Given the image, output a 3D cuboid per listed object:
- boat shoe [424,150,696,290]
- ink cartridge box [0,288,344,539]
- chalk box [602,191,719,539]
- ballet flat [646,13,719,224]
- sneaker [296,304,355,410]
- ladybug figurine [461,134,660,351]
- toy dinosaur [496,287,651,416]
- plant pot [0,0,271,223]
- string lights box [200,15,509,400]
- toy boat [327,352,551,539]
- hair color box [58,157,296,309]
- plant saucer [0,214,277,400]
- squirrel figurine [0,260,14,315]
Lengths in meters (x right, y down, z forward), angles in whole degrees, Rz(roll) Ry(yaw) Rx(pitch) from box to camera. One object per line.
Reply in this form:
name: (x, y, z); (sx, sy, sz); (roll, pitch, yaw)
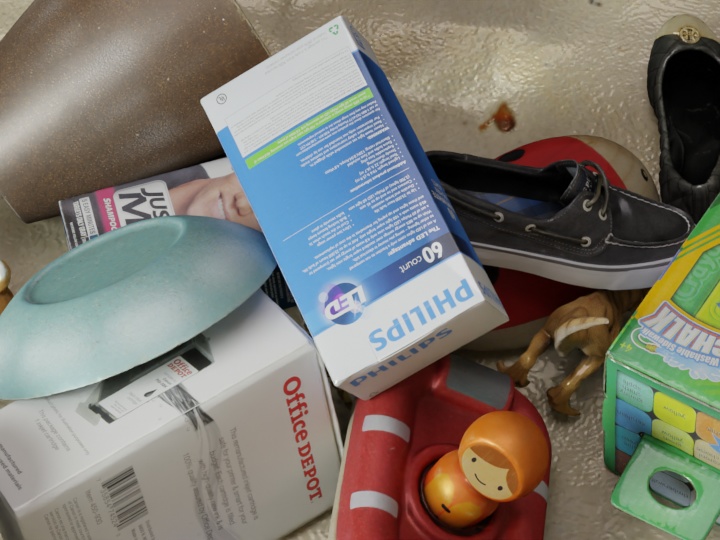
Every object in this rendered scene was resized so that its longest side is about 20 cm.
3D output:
boat shoe: (0.121, -0.040, 1.305); (0.199, 0.066, 0.070); (9, 43, -7)
ink cartridge box: (-0.117, 0.116, 1.256); (0.200, 0.147, 0.083); (-29, 47, -18)
chalk box: (0.225, 0.072, 1.275); (0.125, 0.124, 0.200); (25, 58, 23)
ballet flat: (0.234, -0.107, 1.453); (0.066, 0.057, 0.200); (-1, 51, 2)
sneaker: (0.000, 0.000, 1.335); (0.090, 0.075, 0.201); (-22, 91, -6)
ladybug figurine: (0.112, -0.025, 1.392); (0.200, 0.072, 0.136); (-36, 58, -21)
toy dinosaur: (0.132, 0.038, 1.305); (0.060, 0.106, 0.200); (39, 22, 13)
plant pot: (-0.175, -0.127, 1.446); (0.200, 0.187, 0.187); (-35, 56, -4)
string lights box: (-0.005, -0.037, 1.246); (0.103, 0.059, 0.200); (-29, 70, 10)
toy boat: (0.063, 0.126, 1.226); (0.130, 0.131, 0.200); (22, 52, -17)
hair color box: (-0.093, -0.020, 1.415); (0.199, 0.061, 0.100); (-15, 53, -7)
plant saucer: (-0.147, 0.010, 1.267); (0.200, 0.039, 0.201); (-21, 19, 8)
squirrel figurine: (-0.315, 0.018, 1.363); (0.186, 0.142, 0.200); (-8, 54, -9)
